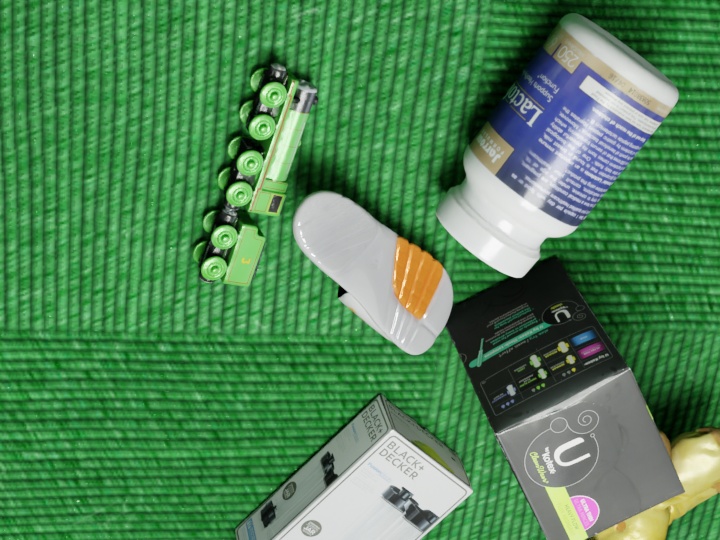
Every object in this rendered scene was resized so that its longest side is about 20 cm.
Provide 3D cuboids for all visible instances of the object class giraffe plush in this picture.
[{"bbox_3d":[0.254,0.246,1.297,0.200,0.162,0.173,-7,157,-2],"label":"giraffe plush"}]

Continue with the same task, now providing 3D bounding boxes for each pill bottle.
[{"bbox_3d":[0.156,-0.099,1.155,0.116,0.116,0.200,29,108,-24],"label":"pill bottle"}]

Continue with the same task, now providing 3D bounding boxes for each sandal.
[{"bbox_3d":[0.004,-0.007,1.203,0.207,0.059,0.079,44,77,-38],"label":"sandal"}]

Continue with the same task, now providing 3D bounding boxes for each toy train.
[{"bbox_3d":[-0.086,-0.075,1.162,0.056,0.042,0.200,10,115,-27],"label":"toy train"}]

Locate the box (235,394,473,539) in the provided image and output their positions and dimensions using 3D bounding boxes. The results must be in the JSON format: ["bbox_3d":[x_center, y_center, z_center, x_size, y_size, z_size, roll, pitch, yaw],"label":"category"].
[{"bbox_3d":[-0.008,0.225,1.323,0.200,0.060,0.117,-43,117,11],"label":"box"}]

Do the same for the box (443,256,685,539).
[{"bbox_3d":[0.170,0.112,1.220,0.124,0.200,0.149,-27,120,3],"label":"box"}]
